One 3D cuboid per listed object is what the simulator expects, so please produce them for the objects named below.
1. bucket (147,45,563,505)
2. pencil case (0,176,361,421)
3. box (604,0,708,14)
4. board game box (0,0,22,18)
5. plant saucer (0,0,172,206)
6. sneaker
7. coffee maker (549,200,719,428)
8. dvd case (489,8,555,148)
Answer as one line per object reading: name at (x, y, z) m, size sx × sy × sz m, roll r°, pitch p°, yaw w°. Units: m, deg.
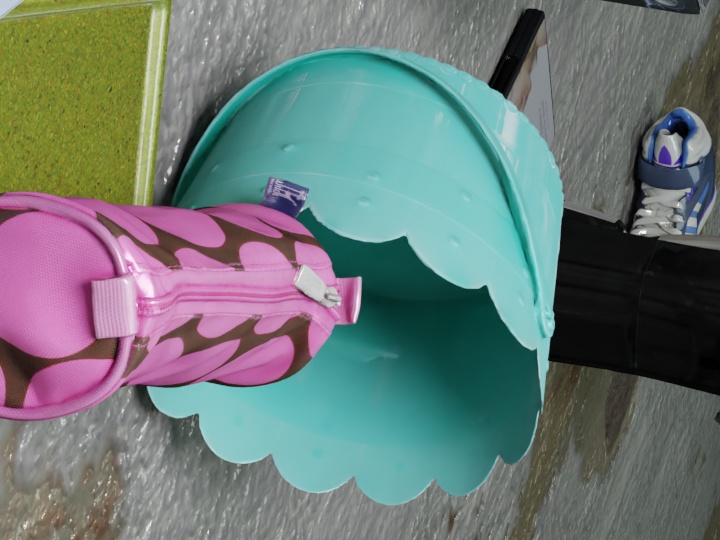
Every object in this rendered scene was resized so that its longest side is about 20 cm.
bucket at (0.000, 0.000, 0.892) m, size 0.207 × 0.207 × 0.135 m, roll 81°, pitch 20°, yaw -45°
pencil case at (-0.076, 0.010, 0.694) m, size 0.200 × 0.094 × 0.091 m, roll -7°, pitch 108°, yaw -69°
box at (0.117, -0.239, 1.054) m, size 0.044 × 0.200 × 0.160 m, roll 49°, pitch 55°, yaw -66°
board game box at (-0.130, -0.123, 0.498) m, size 0.199 × 0.041 × 0.200 m, roll -35°, pitch 165°, yaw 13°
plant saucer at (-0.132, -0.041, 0.719) m, size 0.200 × 0.048 × 0.200 m, roll -27°, pitch 127°, yaw -66°
sneaker at (0.300, -0.069, 1.860) m, size 0.200 × 0.080 × 0.147 m, roll -61°, pitch 147°, yaw -30°
coffee maker at (0.231, 0.027, 1.530) m, size 0.192 × 0.200 × 0.135 m, roll -36°, pitch 133°, yaw -65°
dvd case at (0.105, -0.079, 1.391) m, size 0.143 × 0.018 × 0.200 m, roll 78°, pitch 31°, yaw -51°
